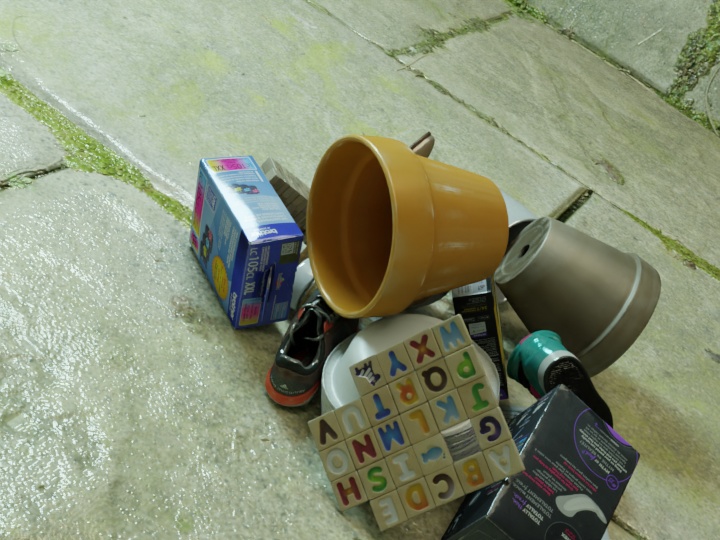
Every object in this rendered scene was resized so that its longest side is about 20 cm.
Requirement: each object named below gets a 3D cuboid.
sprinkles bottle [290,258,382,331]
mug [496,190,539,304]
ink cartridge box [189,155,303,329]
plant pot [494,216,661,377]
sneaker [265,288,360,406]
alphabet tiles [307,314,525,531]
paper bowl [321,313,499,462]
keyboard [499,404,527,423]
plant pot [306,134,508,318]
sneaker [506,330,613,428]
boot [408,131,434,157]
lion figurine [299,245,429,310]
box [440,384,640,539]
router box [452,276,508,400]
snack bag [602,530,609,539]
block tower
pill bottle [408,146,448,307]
[{"bbox_3d":[-0.006,0.068,1.439,0.199,0.069,0.068,38,29,14],"label":"sprinkles bottle"},{"bbox_3d":[0.153,-0.047,1.721,0.199,0.149,0.175,-26,46,-22],"label":"mug"},{"bbox_3d":[-0.134,-0.027,1.389,0.076,0.137,0.200,-10,44,-28],"label":"ink cartridge box"},{"bbox_3d":[0.286,0.023,1.609,0.173,0.200,0.201,38,26,-13],"label":"plant pot"},{"bbox_3d":[-0.045,0.066,1.335,0.076,0.082,0.201,19,45,6],"label":"sneaker"},{"bbox_3d":[0.047,0.162,1.179,0.169,0.199,0.008,67,17,13],"label":"alphabet tiles"},{"bbox_3d":[0.056,0.126,1.276,0.198,0.105,0.202,2,34,-1],"label":"paper bowl"},{"bbox_3d":[0.177,0.188,1.474,0.198,0.011,0.056,10,33,-33],"label":"keyboard"},{"bbox_3d":[0.062,-0.050,1.322,0.181,0.202,0.201,-1,39,-31],"label":"plant pot"},{"bbox_3d":[0.247,0.151,1.471,0.121,0.083,0.201,52,-8,53],"label":"sneaker"},{"bbox_3d":[0.055,-0.055,1.437,0.147,0.200,0.070,49,0,0],"label":"boot"},{"bbox_3d":[0.000,0.000,1.497,0.198,0.123,0.073,26,28,-5],"label":"lion figurine"},{"bbox_3d":[0.189,0.241,1.212,0.122,0.106,0.200,41,49,-1],"label":"box"},{"bbox_3d":[0.154,0.053,1.515,0.052,0.159,0.201,-8,27,8],"label":"router box"},{"bbox_3d":[0.210,0.291,1.325,0.187,0.022,0.201,23,28,-12],"label":"snack bag"},{"bbox_3d":[-0.073,-0.073,1.546,0.200,0.054,0.058,38,16,-40],"label":"block tower"},{"bbox_3d":[0.058,-0.055,1.562,0.111,0.202,0.112,-17,27,9],"label":"pill bottle"}]
